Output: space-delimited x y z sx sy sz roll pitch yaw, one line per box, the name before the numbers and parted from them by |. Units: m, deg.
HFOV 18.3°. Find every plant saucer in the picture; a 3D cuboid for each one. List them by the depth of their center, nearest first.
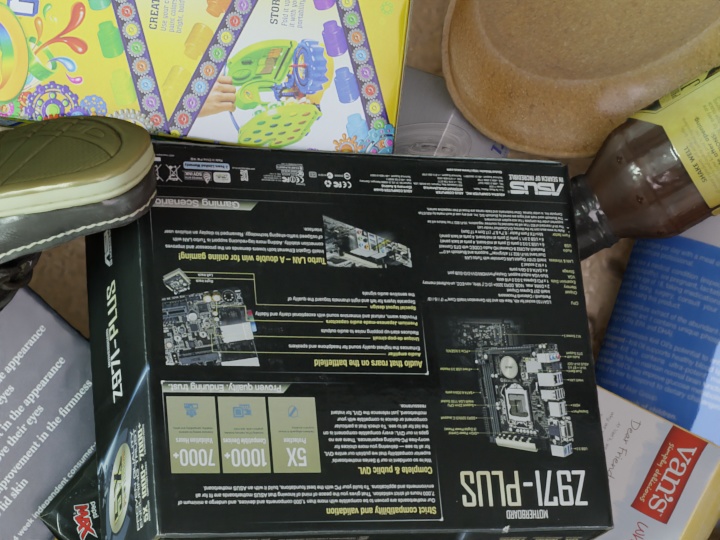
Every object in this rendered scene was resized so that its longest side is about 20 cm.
plant saucer | 0.127 -0.136 1.051 0.198 0.036 0.201 -13 141 -11

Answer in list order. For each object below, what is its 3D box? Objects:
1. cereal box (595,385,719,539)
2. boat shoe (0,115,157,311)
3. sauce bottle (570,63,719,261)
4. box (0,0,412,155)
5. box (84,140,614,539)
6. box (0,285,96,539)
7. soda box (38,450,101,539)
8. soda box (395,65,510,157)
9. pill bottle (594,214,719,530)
cereal box | 0.067 0.112 1.091 0.199 0.039 0.145 27 85 29
boat shoe | -0.160 -0.013 0.908 0.199 0.072 0.066 -9 114 28
sauce bottle | 0.162 -0.058 1.078 0.199 0.065 0.065 -29 99 10
box | -0.093 -0.120 1.020 0.191 0.200 0.123 7 92 -14
box | -0.007 0.040 0.937 0.198 0.086 0.165 1 71 -22
box | -0.214 0.051 1.019 0.200 0.104 0.148 44 80 -10
soda box | -0.072 0.151 1.036 0.071 0.200 0.063 32 72 31
soda box | 0.000 0.000 1.102 0.063 0.068 0.201 33 81 -55
pill bottle | 0.184 0.026 1.141 0.111 0.112 0.202 18 89 -14
